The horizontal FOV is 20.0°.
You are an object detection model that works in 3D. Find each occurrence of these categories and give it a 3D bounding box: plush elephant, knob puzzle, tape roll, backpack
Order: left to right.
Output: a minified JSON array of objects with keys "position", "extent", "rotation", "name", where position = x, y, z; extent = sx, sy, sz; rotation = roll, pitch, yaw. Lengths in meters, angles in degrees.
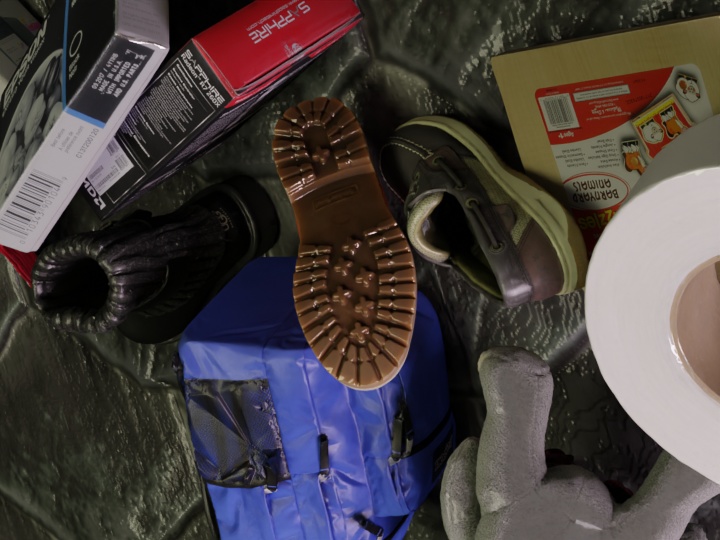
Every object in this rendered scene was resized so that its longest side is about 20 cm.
[{"position":[-0.025,0.113,1.344],"extent":[0.167,0.162,0.201],"rotation":[5,115,25],"name":"backpack"},{"position":[0.119,0.169,1.236],"extent":[0.164,0.201,0.155],"rotation":[18,170,1],"name":"plush elephant"},{"position":[0.173,-0.041,1.139],"extent":[0.219,0.030,0.221],"rotation":[27,131,36],"name":"knob puzzle"},{"position":[0.219,0.019,1.049],"extent":[0.201,0.071,0.203],"rotation":[15,127,21],"name":"tape roll"}]

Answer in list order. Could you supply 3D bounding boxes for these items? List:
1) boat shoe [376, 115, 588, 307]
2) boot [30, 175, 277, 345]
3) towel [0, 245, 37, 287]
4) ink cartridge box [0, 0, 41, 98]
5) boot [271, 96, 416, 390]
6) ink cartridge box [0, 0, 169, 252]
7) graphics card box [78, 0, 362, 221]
[{"position":[0.057,-0.036,1.211],"extent":[0.201,0.066,0.072],"rotation":[38,143,50],"name":"boat shoe"},{"position":[-0.167,0.012,1.444],"extent":[0.080,0.157,0.211],"rotation":[55,141,9],"name":"boot"},{"position":[-0.321,-0.068,1.624],"extent":[0.200,0.022,0.145],"rotation":[46,169,21],"name":"towel"},{"position":[-0.270,-0.131,1.548],"extent":[0.200,0.067,0.117],"rotation":[46,140,21],"name":"ink cartridge box"},{"position":[0.000,0.000,1.263],"extent":[0.107,0.075,0.201],"rotation":[68,-170,-55],"name":"boot"},{"position":[-0.185,-0.147,1.342],"extent":[0.198,0.043,0.201],"rotation":[-51,28,36],"name":"ink cartridge box"},{"position":[-0.099,-0.114,1.322],"extent":[0.051,0.125,0.200],"rotation":[53,142,0],"name":"graphics card box"}]
